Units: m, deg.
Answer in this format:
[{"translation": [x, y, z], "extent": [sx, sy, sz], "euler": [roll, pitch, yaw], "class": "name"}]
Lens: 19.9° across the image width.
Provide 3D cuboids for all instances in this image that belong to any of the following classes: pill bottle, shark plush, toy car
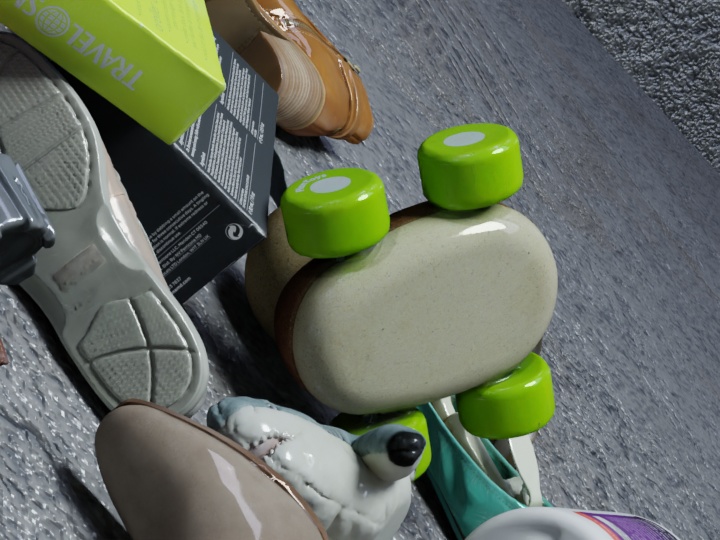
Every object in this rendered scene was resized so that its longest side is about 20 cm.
[{"translation": [0.129, 0.188, 1.128], "extent": [0.112, 0.111, 0.200], "euler": [57, 17, 21], "class": "pill bottle"}, {"translation": [-0.013, 0.088, 0.961], "extent": [0.083, 0.091, 0.200], "euler": [32, 10, 11], "class": "shark plush"}, {"translation": [0.000, 0.000, 1.146], "extent": [0.200, 0.157, 0.165], "euler": [30, -45, 58], "class": "toy car"}]

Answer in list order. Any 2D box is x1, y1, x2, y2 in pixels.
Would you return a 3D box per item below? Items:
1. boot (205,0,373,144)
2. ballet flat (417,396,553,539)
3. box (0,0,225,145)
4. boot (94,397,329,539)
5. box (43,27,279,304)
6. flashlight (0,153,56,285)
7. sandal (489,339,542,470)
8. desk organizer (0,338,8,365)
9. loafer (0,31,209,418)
[{"translation": [-0.066, -0.180, 1.476], "extent": [0.154, 0.073, 0.201], "euler": [16, 51, -62], "class": "boot"}, {"translation": [0.055, 0.086, 1.221], "extent": [0.201, 0.070, 0.067], "euler": [56, 17, 18], "class": "ballet flat"}, {"translation": [-0.154, -0.155, 0.956], "extent": [0.200, 0.048, 0.122], "euler": [36, 21, -31], "class": "box"}, {"translation": [-0.052, 0.151, 0.801], "extent": [0.200, 0.070, 0.146], "euler": [45, 23, -2], "class": "boot"}, {"translation": [-0.119, -0.085, 1.102], "extent": [0.141, 0.079, 0.200], "euler": [48, 17, -19], "class": "box"}, {"translation": [-0.204, -0.087, 0.899], "extent": [0.067, 0.068, 0.201], "euler": [-16, 67, -44], "class": "flashlight"}, {"translation": [0.079, 0.072, 1.348], "extent": [0.054, 0.082, 0.200], "euler": [25, 29, -10], "class": "sandal"}, {"translation": [-0.205, -0.032, 0.766], "extent": [0.077, 0.072, 0.201], "euler": [35, 23, -51], "class": "desk organizer"}, {"translation": [-0.132, -0.015, 0.956], "extent": [0.201, 0.072, 0.063], "euler": [60, 0, 8], "class": "loafer"}]
